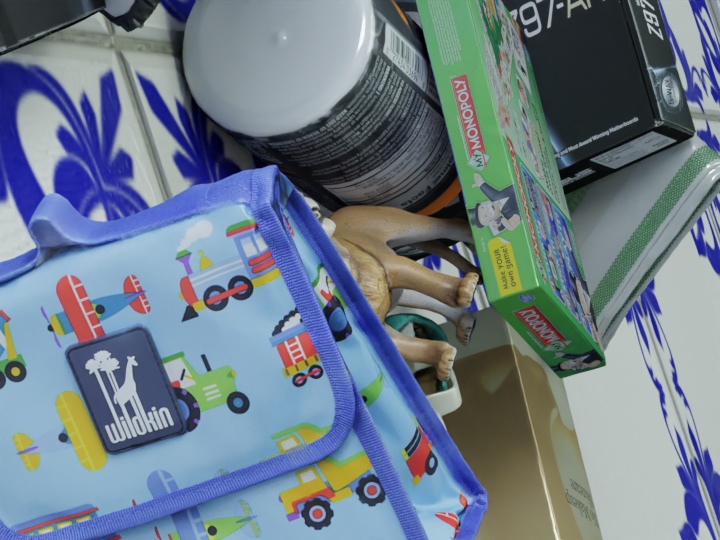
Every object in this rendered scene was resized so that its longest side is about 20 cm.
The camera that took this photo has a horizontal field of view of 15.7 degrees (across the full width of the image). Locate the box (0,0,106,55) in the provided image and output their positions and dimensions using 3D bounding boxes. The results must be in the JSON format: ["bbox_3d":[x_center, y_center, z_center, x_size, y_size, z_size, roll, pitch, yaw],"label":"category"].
[{"bbox_3d":[-0.178,-0.176,1.000,0.158,0.049,0.201,-45,115,-73],"label":"box"}]

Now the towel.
[{"bbox_3d":[0.106,-0.066,1.492,0.031,0.150,0.200,2,40,-52],"label":"towel"}]

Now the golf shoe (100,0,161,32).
[{"bbox_3d":[-0.117,-0.169,1.126,0.094,0.078,0.200,39,7,-27],"label":"golf shoe"}]

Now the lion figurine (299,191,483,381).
[{"bbox_3d":[0.000,0.000,1.298,0.200,0.122,0.073,-29,135,-81],"label":"lion figurine"}]

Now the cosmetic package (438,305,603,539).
[{"bbox_3d":[0.086,0.131,1.454,0.105,0.071,0.201,35,39,-64],"label":"cosmetic package"}]

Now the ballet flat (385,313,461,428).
[{"bbox_3d":[0.013,0.075,1.288,0.068,0.070,0.200,62,19,-21],"label":"ballet flat"}]

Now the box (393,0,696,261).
[{"bbox_3d":[0.075,-0.114,1.464,0.043,0.199,0.161,13,59,-56],"label":"box"}]

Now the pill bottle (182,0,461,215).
[{"bbox_3d":[-0.006,-0.088,1.352,0.200,0.106,0.107,37,37,-63],"label":"pill bottle"}]

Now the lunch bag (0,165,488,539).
[{"bbox_3d":[-0.063,0.054,0.933,0.094,0.150,0.201,-81,147,-58],"label":"lunch bag"}]

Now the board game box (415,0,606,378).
[{"bbox_3d":[0.075,-0.058,1.336,0.135,0.029,0.201,42,33,-62],"label":"board game box"}]
